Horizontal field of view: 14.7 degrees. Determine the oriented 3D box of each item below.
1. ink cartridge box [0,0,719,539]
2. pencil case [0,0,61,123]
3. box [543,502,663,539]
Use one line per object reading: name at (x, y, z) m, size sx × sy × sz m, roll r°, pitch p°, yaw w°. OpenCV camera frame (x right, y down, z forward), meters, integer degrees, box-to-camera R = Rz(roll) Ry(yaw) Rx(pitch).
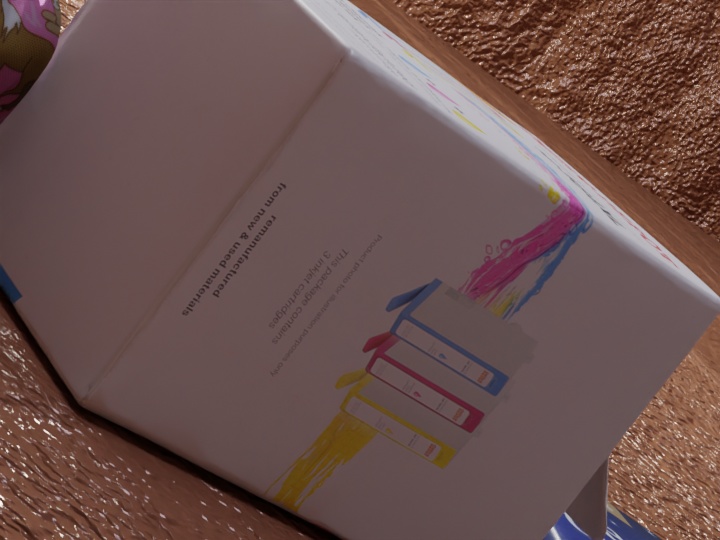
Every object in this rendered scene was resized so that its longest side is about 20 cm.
ink cartridge box at (0.000, 0.000, 0.858) m, size 0.200 × 0.125 × 0.129 m, roll 31°, pitch 11°, yaw -39°
pencil case at (-0.173, -0.096, 0.791) m, size 0.200 × 0.083 × 0.087 m, roll 28°, pitch 24°, yaw -50°
box at (0.094, 0.116, 0.970) m, size 0.121 × 0.032 × 0.200 m, roll 35°, pitch 8°, yaw -18°
